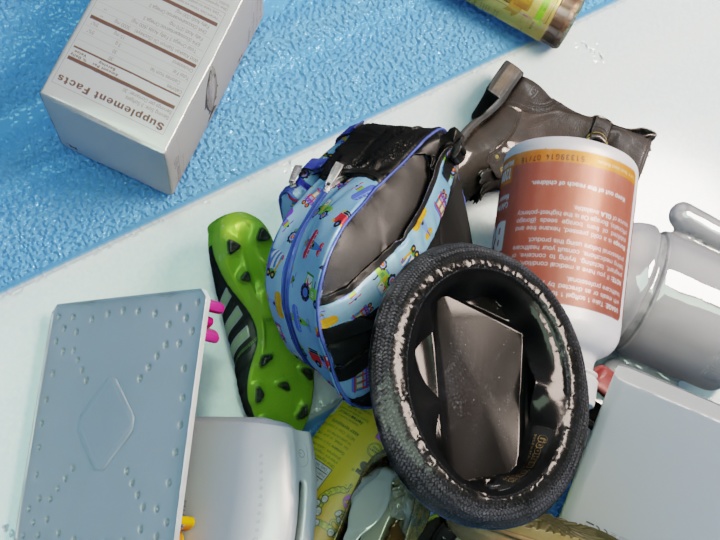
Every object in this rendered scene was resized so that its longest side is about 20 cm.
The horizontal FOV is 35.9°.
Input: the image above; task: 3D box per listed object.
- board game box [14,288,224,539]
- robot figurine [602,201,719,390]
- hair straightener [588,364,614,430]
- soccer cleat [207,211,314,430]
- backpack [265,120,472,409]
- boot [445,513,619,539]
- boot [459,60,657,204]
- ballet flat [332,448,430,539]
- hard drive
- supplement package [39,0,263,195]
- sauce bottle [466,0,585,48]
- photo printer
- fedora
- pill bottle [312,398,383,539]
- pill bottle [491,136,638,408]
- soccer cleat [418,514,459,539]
[{"bbox_3d":[-0.190,0.121,0.866,0.026,0.199,0.202,20,70,-46],"label":"board game box"},{"bbox_3d":[0.272,0.030,0.967,0.198,0.113,0.171,22,91,-1],"label":"robot figurine"},{"bbox_3d":[0.251,0.168,0.914,0.199,0.077,0.041,38,34,6],"label":"hair straightener"},{"bbox_3d":[-0.087,0.048,0.946,0.067,0.081,0.202,-15,100,-22],"label":"soccer cleat"},{"bbox_3d":[0.000,0.000,0.877,0.133,0.184,0.200,12,44,34],"label":"backpack"},{"bbox_3d":[0.106,0.281,0.839,0.174,0.066,0.202,22,92,-18],"label":"boot"},{"bbox_3d":[0.166,-0.084,1.004,0.173,0.069,0.201,31,73,2],"label":"boot"},{"bbox_3d":[-0.003,0.219,0.808,0.070,0.071,0.202,26,77,0],"label":"ballet flat"},{"bbox_3d":[0.235,0.186,0.889,0.131,0.202,0.027,22,31,16],"label":"hard drive"},{"bbox_3d":[-0.173,-0.190,0.962,0.116,0.117,0.202,25,76,-1],"label":"supplement package"},{"bbox_3d":[0.114,-0.281,1.046,0.198,0.065,0.065,28,75,0],"label":"sauce bottle"},{"bbox_3d":[-0.116,0.194,0.843,0.069,0.199,0.168,23,69,-45],"label":"photo printer"},{"bbox_3d":[0.069,0.086,0.793,0.199,0.091,0.203,11,66,-26],"label":"fedora"},{"bbox_3d":[-0.017,0.192,0.898,0.104,0.104,0.201,37,76,3],"label":"pill bottle"},{"bbox_3d":[0.157,0.004,0.891,0.111,0.112,0.202,11,77,-4],"label":"pill bottle"},{"bbox_3d":[0.094,0.213,0.919,0.081,0.068,0.201,33,78,1],"label":"soccer cleat"}]
